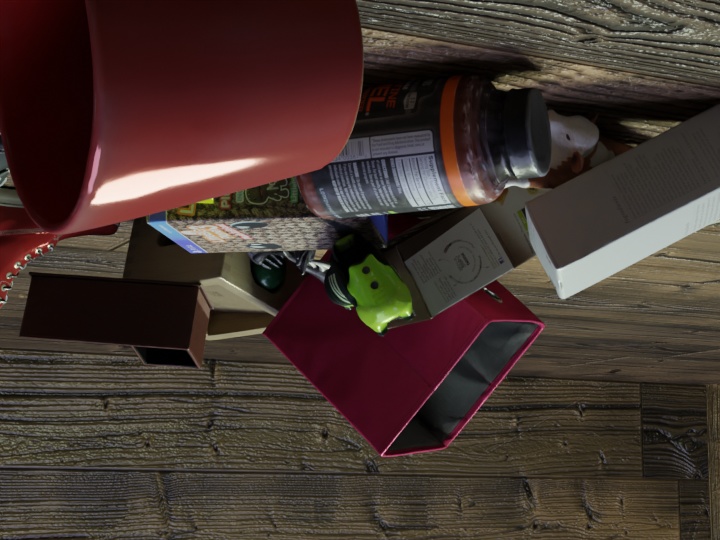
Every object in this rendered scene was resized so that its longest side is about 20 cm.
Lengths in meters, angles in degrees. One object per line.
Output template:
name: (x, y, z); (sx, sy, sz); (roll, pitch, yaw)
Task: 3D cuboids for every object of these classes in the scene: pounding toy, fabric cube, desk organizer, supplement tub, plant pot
pounding toy: (-0.137, -0.016, 1.768); (0.199, 0.143, 0.184); (-9, 153, 35)
fabric cube: (0.052, 0.067, 1.709); (0.199, 0.200, 0.196); (44, -165, 22)
desk organizer: (-0.272, 0.056, 1.692); (0.198, 0.078, 0.072); (4, 157, 8)
supplement tub: (0.051, -0.102, 1.232); (0.199, 0.108, 0.107); (-5, 170, 21)
plant pot: (-0.106, -0.124, 0.894); (0.176, 0.202, 0.200); (-5, 174, -28)

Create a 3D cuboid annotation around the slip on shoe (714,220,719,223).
slip on shoe: (0.357, -0.085, 1.499); (0.199, 0.074, 0.061); (0, 138, 42)

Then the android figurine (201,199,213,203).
android figurine: (-0.156, -0.115, 1.245); (0.198, 0.041, 0.182); (2, 151, -8)

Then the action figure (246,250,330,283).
action figure: (-0.048, -0.046, 1.577); (0.102, 0.120, 0.200); (17, 173, -29)

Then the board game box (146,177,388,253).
board game box: (-0.081, -0.079, 1.403); (0.198, 0.098, 0.159); (-2, 171, 9)

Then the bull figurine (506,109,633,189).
bull figurine: (0.195, -0.098, 1.391); (0.121, 0.066, 0.199); (-2, 169, 36)

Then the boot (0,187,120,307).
boot: (-0.363, -0.014, 1.665); (0.199, 0.145, 0.072); (3, 170, -23)

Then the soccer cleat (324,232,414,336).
soccer cleat: (0.000, 0.000, 1.401); (0.067, 0.081, 0.200); (-30, -165, -6)

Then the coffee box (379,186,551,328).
coffee box: (0.102, -0.023, 1.533); (0.199, 0.080, 0.114); (-29, -175, -28)

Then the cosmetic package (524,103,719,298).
cosmetic package: (0.246, -0.060, 1.327); (0.199, 0.074, 0.102); (-25, 161, 1)

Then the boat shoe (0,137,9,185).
boat shoe: (-0.367, -0.093, 1.437); (0.075, 0.061, 0.200); (6, 169, -31)
